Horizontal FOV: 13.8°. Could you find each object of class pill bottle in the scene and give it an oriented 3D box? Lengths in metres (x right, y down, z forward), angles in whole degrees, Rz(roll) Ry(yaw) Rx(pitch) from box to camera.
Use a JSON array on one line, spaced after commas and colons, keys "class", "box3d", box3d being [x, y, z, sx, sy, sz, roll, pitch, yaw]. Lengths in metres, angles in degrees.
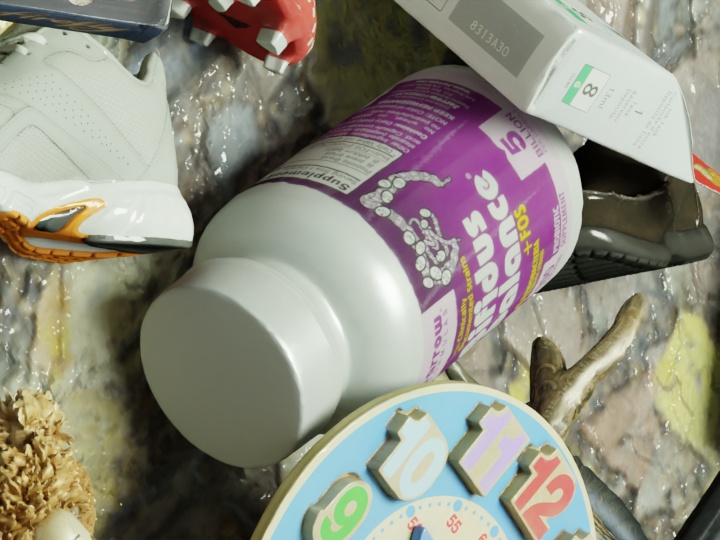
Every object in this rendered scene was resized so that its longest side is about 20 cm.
[{"class": "pill bottle", "box3d": [0.000, 0.000, 1.243, 0.200, 0.112, 0.113, -38, 119, -44]}]

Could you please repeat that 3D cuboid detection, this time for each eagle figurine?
[{"class": "eagle figurine", "box3d": [0.082, 0.127, 1.361, 0.151, 0.151, 0.200, -20, 147, -10]}]

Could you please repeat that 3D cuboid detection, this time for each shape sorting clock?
[{"class": "shape sorting clock", "box3d": [0.025, 0.143, 1.198, 0.200, 0.039, 0.201, -9, 104, -43]}]

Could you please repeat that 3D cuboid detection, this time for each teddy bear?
[{"class": "teddy bear", "box3d": [-0.158, 0.119, 1.024, 0.200, 0.067, 0.145, -8, 99, -52]}]

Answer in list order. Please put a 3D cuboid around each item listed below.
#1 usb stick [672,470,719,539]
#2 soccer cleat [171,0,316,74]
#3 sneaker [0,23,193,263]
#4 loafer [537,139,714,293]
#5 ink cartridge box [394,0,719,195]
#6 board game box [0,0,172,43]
[{"class": "usb stick", "box3d": [0.125, 0.175, 1.290, 0.055, 0.033, 0.200, 45, 74, -36]}, {"class": "soccer cleat", "box3d": [-0.047, -0.153, 1.181, 0.085, 0.068, 0.200, -59, 153, -20]}, {"class": "sneaker", "box3d": [-0.139, -0.056, 1.111, 0.200, 0.076, 0.092, 10, 75, -59]}, {"class": "loafer", "box3d": [0.113, -0.031, 1.408, 0.200, 0.073, 0.072, -7, 86, -72]}, {"class": "ink cartridge box", "box3d": [0.093, -0.103, 1.326, 0.200, 0.161, 0.050, 17, 111, -49]}, {"class": "board game box", "box3d": [-0.159, -0.161, 1.031, 0.199, 0.035, 0.136, 7, 84, -21]}]
